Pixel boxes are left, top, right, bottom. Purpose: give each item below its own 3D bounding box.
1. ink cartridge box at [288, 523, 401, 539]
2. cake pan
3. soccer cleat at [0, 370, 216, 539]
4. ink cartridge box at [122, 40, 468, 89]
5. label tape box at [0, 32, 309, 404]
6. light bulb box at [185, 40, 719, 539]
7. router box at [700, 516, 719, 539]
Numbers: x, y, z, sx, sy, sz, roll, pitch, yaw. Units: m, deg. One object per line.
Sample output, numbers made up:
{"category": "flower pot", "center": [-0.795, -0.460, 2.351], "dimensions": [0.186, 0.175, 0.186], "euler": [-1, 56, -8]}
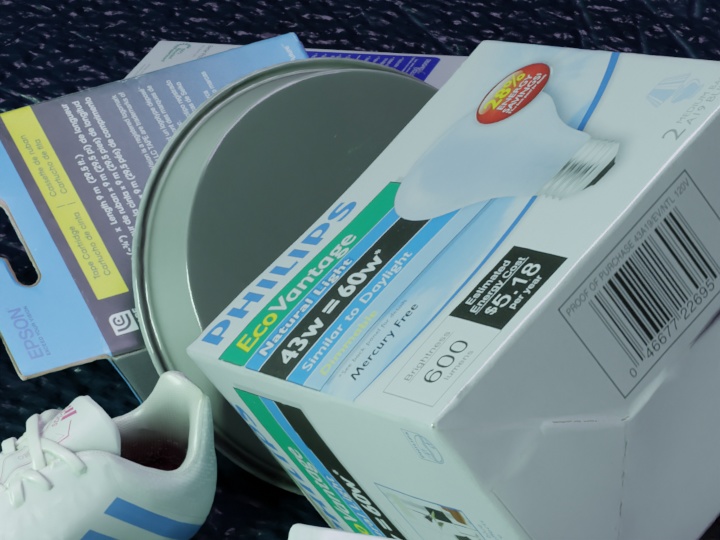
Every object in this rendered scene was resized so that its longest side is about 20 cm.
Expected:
{"category": "ink cartridge box", "center": [0.001, 0.206, 0.948], "dimensions": [0.087, 0.146, 0.200], "euler": [9, 50, -3]}
{"category": "cake pan", "center": [0.000, 0.000, 1.303], "dimensions": [0.200, 0.201, 0.037], "euler": [-4, -9, -22]}
{"category": "soccer cleat", "center": [-0.139, 0.095, 1.187], "dimensions": [0.070, 0.087, 0.200], "euler": [34, 39, 32]}
{"category": "ink cartridge box", "center": [-0.026, -0.078, 1.495], "dimensions": [0.199, 0.039, 0.099], "euler": [3, 27, 20]}
{"category": "label tape box", "center": [-0.091, -0.015, 1.355], "dimensions": [0.199, 0.063, 0.144], "euler": [-17, 58, -22]}
{"category": "light bulb box", "center": [0.071, 0.020, 1.181], "dimensions": [0.198, 0.125, 0.200], "euler": [-47, 26, -18]}
{"category": "router box", "center": [0.171, 0.146, 1.187], "dimensions": [0.179, 0.049, 0.200], "euler": [10, 18, -7]}
